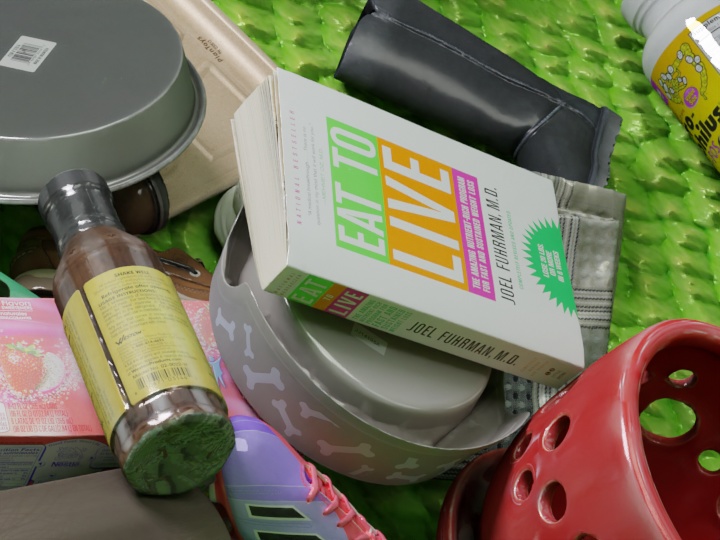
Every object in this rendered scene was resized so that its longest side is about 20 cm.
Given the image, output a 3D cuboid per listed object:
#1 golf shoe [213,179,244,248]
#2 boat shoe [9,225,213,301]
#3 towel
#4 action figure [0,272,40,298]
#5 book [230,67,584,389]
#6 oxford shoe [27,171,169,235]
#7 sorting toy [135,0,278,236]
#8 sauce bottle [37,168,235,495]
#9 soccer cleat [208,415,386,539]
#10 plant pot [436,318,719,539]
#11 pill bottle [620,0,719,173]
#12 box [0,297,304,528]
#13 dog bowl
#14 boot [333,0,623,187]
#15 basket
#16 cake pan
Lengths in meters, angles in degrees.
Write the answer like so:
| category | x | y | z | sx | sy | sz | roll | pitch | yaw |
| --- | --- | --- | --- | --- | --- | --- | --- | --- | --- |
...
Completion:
| category | x | y | z | sx | sy | sz | roll | pitch | yaw |
| --- | --- | --- | --- | --- | --- | --- | --- | --- | --- |
| golf shoe | 0.000 | 0.000 | 1.453 | 0.200 | 0.092 | 0.075 | 38 | 41 | 4 |
| boat shoe | -0.108 | 0.018 | 1.383 | 0.199 | 0.072 | 0.068 | 18 | 45 | -16 |
| towel | 0.075 | 0.029 | 1.433 | 0.191 | 0.035 | 0.201 | 9 | 81 | -22 |
| action figure | -0.268 | -0.028 | 1.324 | 0.055 | 0.118 | 0.200 | -46 | 56 | -9 |
| book | 0.029 | -0.018 | 1.297 | 0.199 | 0.048 | 0.134 | 19 | 46 | -31 |
| oxford shoe | -0.203 | -0.060 | 1.386 | 0.199 | 0.073 | 0.084 | 22 | 40 | 24 |
| sorting toy | -0.149 | -0.111 | 1.513 | 0.185 | 0.037 | 0.200 | 45 | 48 | 15 |
| sauce bottle | -0.122 | 0.025 | 1.220 | 0.064 | 0.065 | 0.201 | 2 | 43 | -29 |
| soccer cleat | -0.014 | 0.146 | 1.248 | 0.067 | 0.076 | 0.201 | -75 | 145 | -48 |
| plant pot | 0.156 | 0.155 | 1.308 | 0.200 | 0.182 | 0.201 | 28 | 42 | -29 |
| pill bottle | 0.279 | -0.141 | 1.743 | 0.104 | 0.104 | 0.200 | -13 | 58 | -39 |
| box | -0.137 | 0.081 | 1.285 | 0.199 | 0.103 | 0.095 | 1 | 51 | -29 |
| dog bowl | 0.004 | 0.031 | 1.306 | 0.199 | 0.059 | 0.201 | 23 | 41 | -22 |
| boot | 0.074 | -0.104 | 1.611 | 0.199 | 0.066 | 0.165 | 31 | 33 | -6 |
| basket | -0.167 | 0.170 | 1.155 | 0.199 | 0.180 | 0.137 | -11 | 84 | -49 |
| cake pan | -0.189 | -0.111 | 1.364 | 0.199 | 0.037 | 0.201 | 1 | 38 | -1 |
